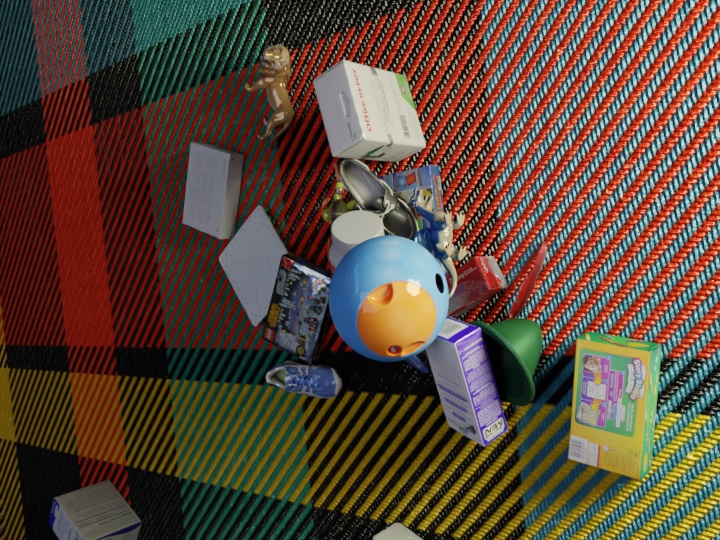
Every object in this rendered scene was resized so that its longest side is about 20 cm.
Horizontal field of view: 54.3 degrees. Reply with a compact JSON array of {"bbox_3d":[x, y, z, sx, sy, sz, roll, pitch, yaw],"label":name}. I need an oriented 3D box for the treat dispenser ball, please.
[{"bbox_3d":[0.046,0.046,1.147,0.198,0.199,0.206,5,98,39],"label":"treat dispenser ball"}]

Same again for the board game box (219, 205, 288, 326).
[{"bbox_3d":[-0.231,-0.010,1.619,0.200,0.026,0.202,-45,66,33],"label":"board game box"}]

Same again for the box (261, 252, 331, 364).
[{"bbox_3d":[-0.130,0.082,1.516,0.135,0.040,0.204,23,110,21],"label":"box"}]

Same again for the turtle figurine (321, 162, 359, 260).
[{"bbox_3d":[-0.029,-0.123,1.392,0.159,0.064,0.205,-1,83,48],"label":"turtle figurine"}]

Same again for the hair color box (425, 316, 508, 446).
[{"bbox_3d":[0.178,0.188,1.212,0.109,0.064,0.204,18,129,60],"label":"hair color box"}]

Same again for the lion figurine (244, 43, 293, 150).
[{"bbox_3d":[-0.182,-0.376,1.524,0.120,0.072,0.204,-13,100,29],"label":"lion figurine"}]

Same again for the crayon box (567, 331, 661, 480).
[{"bbox_3d":[0.396,0.208,1.097,0.117,0.058,0.205,8,100,38],"label":"crayon box"}]

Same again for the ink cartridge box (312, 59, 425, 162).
[{"bbox_3d":[0.019,-0.282,1.270,0.083,0.198,0.149,-21,81,37],"label":"ink cartridge box"}]

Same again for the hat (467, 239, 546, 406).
[{"bbox_3d":[0.292,0.105,1.202,0.166,0.175,0.202,45,158,24],"label":"hat"}]

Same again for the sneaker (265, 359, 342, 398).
[{"bbox_3d":[-0.122,0.241,1.522,0.197,0.076,0.078,-1,92,38],"label":"sneaker"}]

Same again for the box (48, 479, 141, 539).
[{"bbox_3d":[-0.774,0.737,2.048,0.199,0.182,0.107,34,113,32],"label":"box"}]

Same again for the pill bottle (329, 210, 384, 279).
[{"bbox_3d":[0.000,0.000,1.301,0.113,0.113,0.203,27,140,34],"label":"pill bottle"}]

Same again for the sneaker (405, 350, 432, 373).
[{"bbox_3d":[0.073,0.140,1.362,0.199,0.074,0.080,38,126,39],"label":"sneaker"}]

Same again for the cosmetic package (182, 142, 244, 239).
[{"bbox_3d":[-0.356,-0.193,1.689,0.149,0.051,0.205,22,108,38],"label":"cosmetic package"}]

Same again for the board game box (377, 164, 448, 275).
[{"bbox_3d":[0.097,-0.087,1.331,0.133,0.034,0.205,-5,91,41],"label":"board game box"}]

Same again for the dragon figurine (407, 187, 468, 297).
[{"bbox_3d":[0.134,-0.048,1.234,0.099,0.058,0.205,-9,85,53],"label":"dragon figurine"}]

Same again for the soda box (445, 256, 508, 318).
[{"bbox_3d":[0.164,0.049,1.267,0.199,0.069,0.064,-37,70,36],"label":"soda box"}]

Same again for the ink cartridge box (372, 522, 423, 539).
[{"bbox_3d":[0.080,0.633,1.388,0.143,0.083,0.205,24,109,36],"label":"ink cartridge box"}]

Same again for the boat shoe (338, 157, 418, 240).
[{"bbox_3d":[0.031,-0.128,1.285,0.073,0.060,0.201,-38,89,10],"label":"boat shoe"}]
